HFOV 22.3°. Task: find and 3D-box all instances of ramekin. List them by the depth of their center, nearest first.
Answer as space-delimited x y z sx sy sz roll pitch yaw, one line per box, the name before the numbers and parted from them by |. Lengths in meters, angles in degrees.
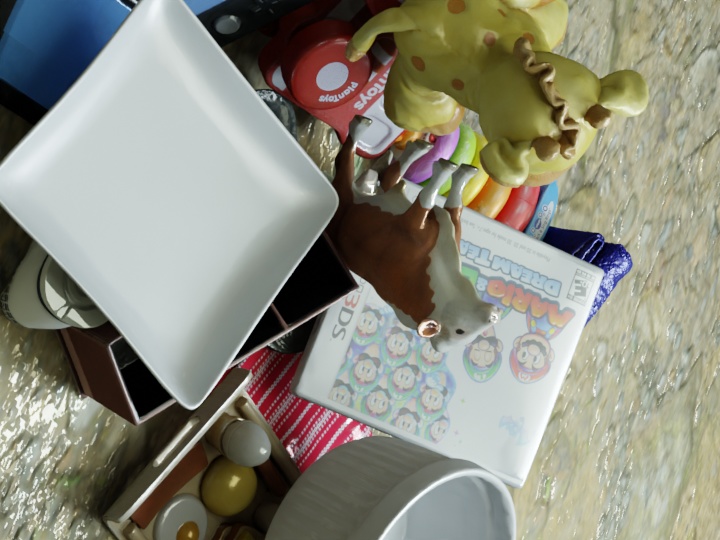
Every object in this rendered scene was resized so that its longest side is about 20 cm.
ramekin | 0.014 0.219 1.352 0.199 0.104 0.202 -27 128 -40

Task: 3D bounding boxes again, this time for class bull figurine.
bull figurine | 0.032 -0.026 1.276 0.065 0.199 0.123 13 102 -39

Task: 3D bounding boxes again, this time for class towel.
towel | -0.046 0.130 1.436 0.145 0.022 0.201 -50 131 -37
towel | 0.118 0.040 1.502 0.200 0.147 0.050 -47 116 -15

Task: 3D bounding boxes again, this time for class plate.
plate | -0.124 -0.048 1.171 0.200 0.032 0.201 50 55 -23

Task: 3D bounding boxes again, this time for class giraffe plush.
giraffe plush | 0.106 -0.129 1.242 0.173 0.162 0.200 -45 156 8

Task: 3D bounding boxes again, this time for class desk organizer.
desk organizer | -0.104 0.021 1.254 0.199 0.077 0.072 -32 121 -26

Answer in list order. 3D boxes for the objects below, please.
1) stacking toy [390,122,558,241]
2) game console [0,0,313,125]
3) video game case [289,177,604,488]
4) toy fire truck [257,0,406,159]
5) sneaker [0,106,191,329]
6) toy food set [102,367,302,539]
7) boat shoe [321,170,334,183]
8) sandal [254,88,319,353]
stacking toy | 0.063 -0.089 1.499 0.200 0.109 0.117 43 64 -34
game console | -0.137 -0.164 1.205 0.200 0.169 0.119 34 42 -49
video game case | 0.068 0.046 1.399 0.198 0.024 0.184 23 84 -13
toy fire truck | 0.023 -0.185 1.341 0.200 0.113 0.167 -44 137 16
sneaker | -0.164 -0.041 1.209 0.077 0.080 0.200 52 55 -19
toy food set | -0.087 0.185 1.334 0.144 0.060 0.201 -48 131 -21
boat shoe | 0.002 -0.001 1.440 0.200 0.074 0.066 50 12 -15
sandal | -0.063 -0.032 1.355 0.075 0.048 0.203 -17 105 -34
